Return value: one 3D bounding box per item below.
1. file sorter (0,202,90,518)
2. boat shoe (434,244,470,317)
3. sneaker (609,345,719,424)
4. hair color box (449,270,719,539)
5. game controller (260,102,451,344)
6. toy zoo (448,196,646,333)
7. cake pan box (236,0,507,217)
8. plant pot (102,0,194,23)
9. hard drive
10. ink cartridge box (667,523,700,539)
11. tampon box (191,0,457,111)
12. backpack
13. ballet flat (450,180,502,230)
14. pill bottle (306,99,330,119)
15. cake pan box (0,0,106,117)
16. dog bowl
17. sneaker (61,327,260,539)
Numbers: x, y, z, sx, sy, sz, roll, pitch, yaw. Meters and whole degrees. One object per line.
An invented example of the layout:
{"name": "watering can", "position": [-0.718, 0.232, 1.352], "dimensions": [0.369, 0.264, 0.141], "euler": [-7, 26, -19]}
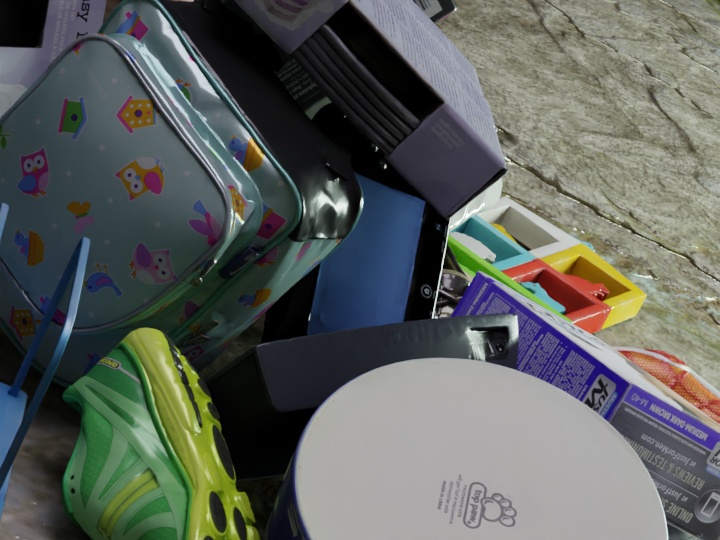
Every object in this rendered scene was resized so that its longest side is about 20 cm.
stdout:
{"name": "file sorter", "position": [-0.247, 0.018, 1.481], "dimensions": [0.199, 0.123, 0.139], "euler": [23, 23, -10]}
{"name": "boat shoe", "position": [0.042, 0.027, 1.860], "dimensions": [0.073, 0.065, 0.200], "euler": [14, 25, -27]}
{"name": "sneaker", "position": [0.203, 0.107, 1.862], "dimensions": [0.199, 0.073, 0.077], "euler": [24, 32, -1]}
{"name": "hair color box", "position": [0.133, 0.076, 1.708], "dimensions": [0.109, 0.065, 0.200], "euler": [29, 6, -30]}
{"name": "game controller", "position": [0.000, 0.000, 1.763], "dimensions": [0.104, 0.042, 0.201], "euler": [18, 67, -17]}
{"name": "toy zoo", "position": [0.117, 0.000, 2.061], "dimensions": [0.131, 0.021, 0.200], "euler": [36, 24, 20]}
{"name": "cake pan box", "position": [0.000, -0.134, 1.680], "dimensions": [0.184, 0.052, 0.200], "euler": [43, 12, -18]}
{"name": "plant pot", "position": [-0.138, -0.092, 1.828], "dimensions": [0.093, 0.201, 0.201], "euler": [-35, 55, -18]}
{"name": "hard drive", "position": [-0.014, 0.071, 1.623], "dimensions": [0.200, 0.135, 0.042], "euler": [-6, 69, -45]}
{"name": "ink cartridge box", "position": [0.167, 0.194, 1.631], "dimensions": [0.200, 0.068, 0.116], "euler": [31, 22, 12]}
{"name": "tampon box", "position": [-0.064, -0.181, 1.876], "dimensions": [0.126, 0.150, 0.200], "euler": [61, -18, -16]}
{"name": "backpack", "position": [-0.124, -0.031, 1.616], "dimensions": [0.176, 0.200, 0.153], "euler": [52, 29, 13]}
{"name": "ballet flat", "position": [0.053, -0.064, 1.909], "dimensions": [0.069, 0.070, 0.200], "euler": [30, 24, 8]}
{"name": "pill bottle", "position": [-0.029, -0.091, 1.976], "dimensions": [0.112, 0.113, 0.200], "euler": [24, 22, -7]}
{"name": "cake pan box", "position": [-0.228, -0.117, 1.696], "dimensions": [0.052, 0.201, 0.184], "euler": [18, 12, 33]}
{"name": "dog bowl", "position": [0.053, 0.142, 1.511], "dimensions": [0.199, 0.079, 0.200], "euler": [9, 45, -9]}
{"name": "sneaker", "position": [-0.103, 0.124, 1.493], "dimensions": [0.074, 0.083, 0.200], "euler": [46, 20, -47]}
